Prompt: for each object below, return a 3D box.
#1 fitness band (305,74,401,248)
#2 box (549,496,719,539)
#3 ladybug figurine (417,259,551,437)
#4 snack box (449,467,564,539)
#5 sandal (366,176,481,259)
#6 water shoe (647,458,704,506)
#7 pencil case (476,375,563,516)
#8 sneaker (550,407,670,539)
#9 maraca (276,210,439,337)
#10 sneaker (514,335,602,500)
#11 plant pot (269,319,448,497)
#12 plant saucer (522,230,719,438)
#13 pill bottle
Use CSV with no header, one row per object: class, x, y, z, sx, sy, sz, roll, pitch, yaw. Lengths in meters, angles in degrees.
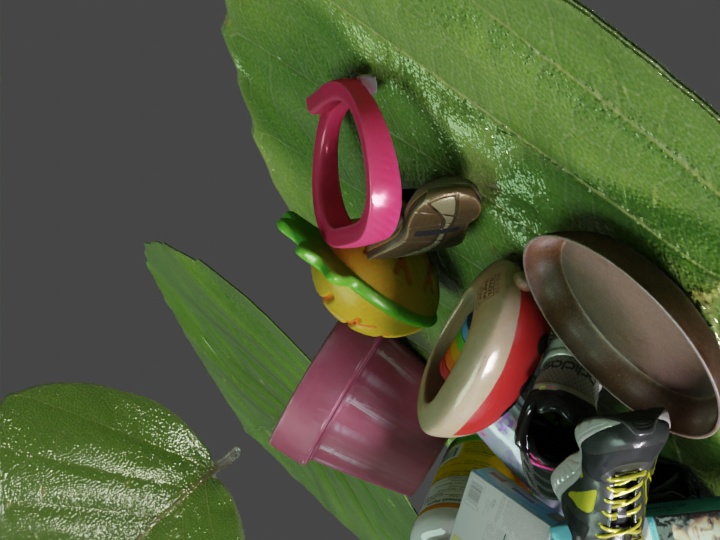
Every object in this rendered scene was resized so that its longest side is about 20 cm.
fitness band,-0.008,-0.093,1.169,0.200,0.037,0.145,171,90,-74
box,0.256,0.240,1.119,0.199,0.049,0.083,-19,85,48
ladybug figurine,0.112,0.075,1.178,0.071,0.136,0.200,20,136,-8
snack box,0.129,0.309,1.300,0.037,0.201,0.116,3,-160,-42
sandal,0.055,-0.052,1.157,0.200,0.080,0.054,125,137,-71
water shoe,0.278,0.218,1.161,0.200,0.071,0.079,32,149,40
pencil case,0.159,0.146,1.300,0.200,0.083,0.091,50,157,0
sneaker,0.206,0.171,1.054,0.200,0.074,0.085,96,166,-63
maraca,0.000,0.000,1.293,0.199,0.107,0.137,26,-165,-42
sneaker,0.170,0.149,1.174,0.073,0.088,0.201,18,138,15
plant pot,0.017,0.165,1.569,0.178,0.201,0.200,32,162,5
plant saucer,0.207,0.042,1.019,0.200,0.034,0.201,45,163,18
pill bottle,0.119,0.279,1.461,0.110,0.200,0.112,12,128,16
